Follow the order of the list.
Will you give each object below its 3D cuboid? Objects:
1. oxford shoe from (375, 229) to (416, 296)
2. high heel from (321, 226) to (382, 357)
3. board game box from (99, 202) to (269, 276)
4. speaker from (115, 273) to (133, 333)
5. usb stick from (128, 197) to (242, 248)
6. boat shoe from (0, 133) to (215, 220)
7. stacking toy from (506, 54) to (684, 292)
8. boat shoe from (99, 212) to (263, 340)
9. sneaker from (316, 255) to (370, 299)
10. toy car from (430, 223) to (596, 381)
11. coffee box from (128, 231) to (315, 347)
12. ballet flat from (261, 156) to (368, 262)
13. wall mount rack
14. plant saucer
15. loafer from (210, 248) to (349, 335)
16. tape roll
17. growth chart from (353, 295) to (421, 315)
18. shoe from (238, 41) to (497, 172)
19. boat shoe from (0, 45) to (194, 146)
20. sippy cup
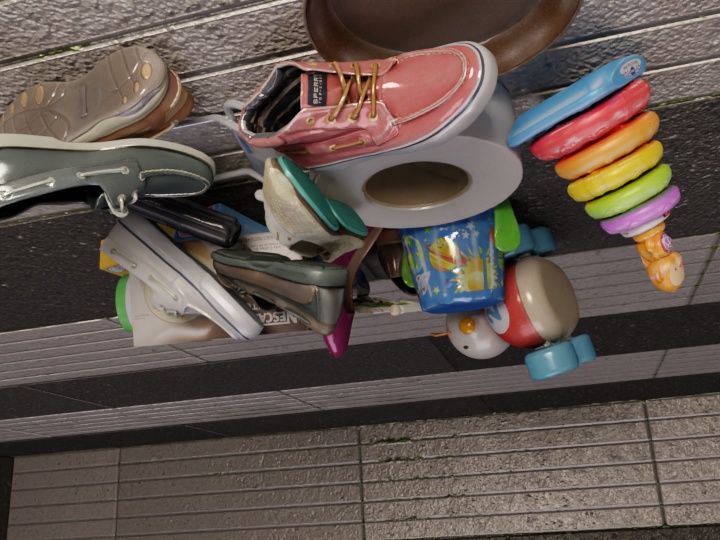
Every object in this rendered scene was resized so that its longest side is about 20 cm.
[{"bbox_3d":[0.079,0.006,1.058,0.071,0.073,0.200,-14,158,28],"label":"oxford shoe"},{"bbox_3d":[0.000,0.000,0.852,0.095,0.202,0.067,0,-170,11],"label":"high heel"},{"bbox_3d":[-0.211,-0.021,0.984,0.199,0.041,0.153,-14,158,28],"label":"board game box"},{"bbox_3d":[-0.198,0.032,0.949,0.199,0.089,0.089,-6,161,7],"label":"speaker"},{"bbox_3d":[-0.215,-0.069,0.761,0.199,0.033,0.055,20,175,-2],"label":"usb stick"},{"bbox_3d":[-0.212,-0.067,0.616,0.199,0.062,0.073,-1,159,-32],"label":"boat shoe"},{"bbox_3d":[0.227,-0.070,0.650,0.110,0.201,0.116,-26,-176,45],"label":"stacking toy"},{"bbox_3d":[-0.188,0.017,0.788,0.067,0.200,0.074,-49,161,-3],"label":"boat shoe"},{"bbox_3d":[-0.026,-0.010,0.995,0.078,0.090,0.200,1,-179,2],"label":"sneaker"},{"bbox_3d":[0.173,0.063,0.990,0.199,0.185,0.177,-24,169,28],"label":"toy car"},{"bbox_3d":[-0.151,0.021,0.857,0.198,0.115,0.080,-5,177,7],"label":"coffee box"},{"bbox_3d":[-0.047,-0.040,0.663,0.062,0.068,0.200,-35,160,10],"label":"ballet flat"},{"bbox_3d":[-0.127,-0.097,0.745,0.173,0.075,0.200,27,166,15],"label":"wall mount rack"},{"bbox_3d":[0.058,-0.196,0.541,0.199,0.032,0.200,-2,161,-1],"label":"plant saucer"},{"bbox_3d":[-0.088,0.017,0.730,0.072,0.063,0.199,-1,-173,-39],"label":"loafer"},{"bbox_3d":[0.051,-0.110,0.725,0.201,0.071,0.203,-3,161,-1],"label":"tape roll"},{"bbox_3d":[0.002,0.044,1.008,0.199,0.018,0.144,3,-176,27],"label":"growth chart"},{"bbox_3d":[-0.001,-0.127,0.572,0.199,0.072,0.091,-13,165,40],"label":"shoe"},{"bbox_3d":[-0.229,-0.122,0.646,0.199,0.076,0.072,-11,162,26],"label":"boat shoe"},{"bbox_3d":[0.109,-0.020,0.872,0.139,0.131,0.178,-9,169,7],"label":"sippy cup"}]
